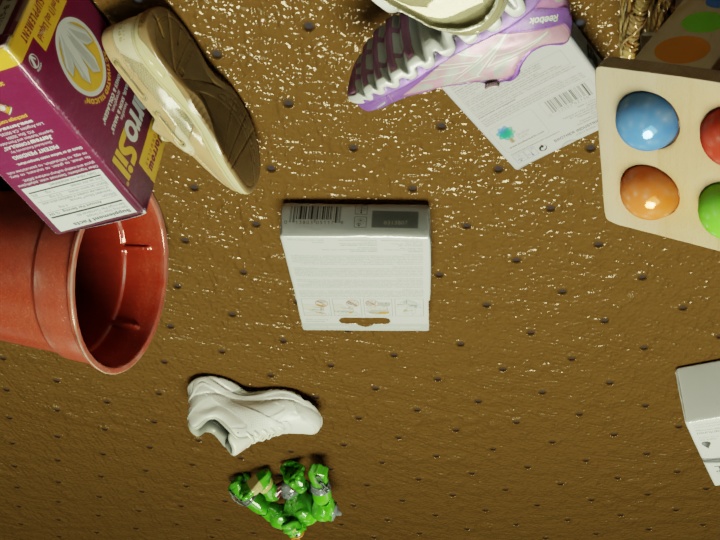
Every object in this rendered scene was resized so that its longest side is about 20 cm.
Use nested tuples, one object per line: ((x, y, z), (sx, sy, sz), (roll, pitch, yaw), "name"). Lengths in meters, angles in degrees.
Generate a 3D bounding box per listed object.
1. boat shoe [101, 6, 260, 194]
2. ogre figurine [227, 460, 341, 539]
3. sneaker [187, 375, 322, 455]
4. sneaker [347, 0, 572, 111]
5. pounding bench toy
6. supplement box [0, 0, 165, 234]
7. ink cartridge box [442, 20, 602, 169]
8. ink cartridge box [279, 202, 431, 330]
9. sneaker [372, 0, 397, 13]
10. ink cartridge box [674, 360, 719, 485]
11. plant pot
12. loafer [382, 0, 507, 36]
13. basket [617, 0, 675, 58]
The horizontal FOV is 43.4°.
((-0.158, -0.149, 0.831), (0.064, 0.072, 0.201), (-8, 133, 26), "boat shoe")
((-0.113, 0.374, 1.489), (0.199, 0.098, 0.120), (-28, 116, 15), "ogre figurine")
((-0.153, 0.219, 1.278), (0.198, 0.100, 0.078), (10, 143, -8), "sneaker")
((0.080, -0.171, 0.703), (0.199, 0.081, 0.088), (-26, 134, 30), "sneaker")
((0.249, -0.074, 0.618), (0.123, 0.156, 0.201), (19, 141, 36), "pounding bench toy")
((-0.265, -0.148, 0.785), (0.102, 0.132, 0.200), (-10, 141, 18), "supplement box")
((0.131, -0.179, 0.779), (0.119, 0.042, 0.200), (-24, 136, 33), "ink cartridge box")
((0.000, 0.000, 1.029), (0.161, 0.058, 0.201), (1, 151, 5), "ink cartridge box")
((-0.032, -0.267, 0.667), (0.087, 0.075, 0.200), (-20, 128, 40), "sneaker")
((0.515, 0.199, 1.196), (0.144, 0.084, 0.200), (-15, 139, 23), "ink cartridge box")
((-0.334, -0.003, 0.948), (0.193, 0.202, 0.202), (5, 144, 13), "plant pot")
((0.014, -0.219, 0.591), (0.199, 0.069, 0.076), (32, 118, -15), "loafer")
((0.274, -0.180, 0.674), (0.141, 0.150, 0.201), (6, 144, -2), "basket")
